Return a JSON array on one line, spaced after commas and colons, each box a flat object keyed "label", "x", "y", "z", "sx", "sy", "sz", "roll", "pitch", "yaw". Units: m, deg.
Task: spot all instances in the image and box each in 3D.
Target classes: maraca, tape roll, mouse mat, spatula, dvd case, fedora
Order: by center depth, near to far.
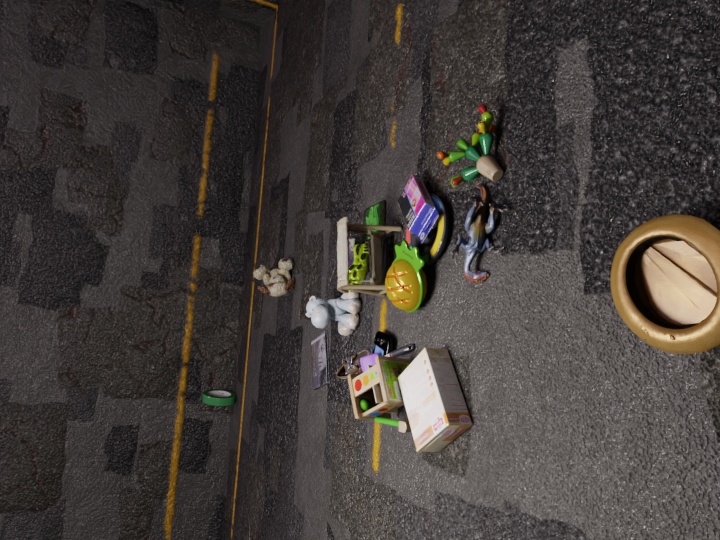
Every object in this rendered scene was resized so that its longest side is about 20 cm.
[{"label": "fedora", "x": 0.460, "y": 0.018, "z": 0.754, "sx": 0.200, "sy": 0.081, "sz": 0.202, "roll": -10, "pitch": 79, "yaw": 60}, {"label": "maraca", "x": 0.124, "y": 0.019, "z": 1.419, "sx": 0.137, "sy": 0.107, "sz": 0.201, "roll": 32, "pitch": 129, "yaw": 42}, {"label": "spatula", "x": 0.078, "y": 0.249, "z": 1.512, "sx": 0.200, "sy": 0.020, "sz": 0.057, "roll": -30, "pitch": 66, "yaw": 38}, {"label": "mouse mat", "x": 0.042, "y": -0.124, "z": 1.768, "sx": 0.161, "sy": 0.007, "sz": 0.201, "roll": -16, "pitch": 68, "yaw": 63}, {"label": "dvd case", "x": -0.159, "y": 0.352, "z": 2.058, "sx": 0.149, "sy": 0.016, "sz": 0.201, "roll": 140, "pitch": 132, "yaw": -56}, {"label": "tape roll", "x": -0.865, "y": 0.776, "z": 3.230, "sx": 0.200, "sy": 0.200, "sz": 0.048, "roll": 8, "pitch": 92, "yaw": 65}]

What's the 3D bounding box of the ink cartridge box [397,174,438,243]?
[{"label": "ink cartridge box", "x": 0.153, "y": -0.170, "z": 1.432, "sx": 0.095, "sy": 0.037, "sz": 0.200, "roll": -61, "pitch": 28, "yaw": 31}]

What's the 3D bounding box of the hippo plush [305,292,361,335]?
[{"label": "hippo plush", "x": -0.100, "y": 0.122, "z": 1.822, "sx": 0.160, "sy": 0.160, "sz": 0.200, "roll": -65, "pitch": 31, "yaw": 34}]

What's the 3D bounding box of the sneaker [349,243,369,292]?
[{"label": "sneaker", "x": 0.000, "y": 0.000, "z": 1.704, "sx": 0.084, "sy": 0.074, "sz": 0.201, "roll": 77, "pitch": -157, "yaw": -43}]

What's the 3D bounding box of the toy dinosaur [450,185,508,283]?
[{"label": "toy dinosaur", "x": 0.279, "y": -0.071, "z": 1.216, "sx": 0.200, "sy": 0.105, "sz": 0.182, "roll": -55, "pitch": -22, "yaw": -54}]

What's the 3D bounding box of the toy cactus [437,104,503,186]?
[{"label": "toy cactus", "x": 0.271, "y": -0.271, "z": 1.239, "sx": 0.200, "sy": 0.102, "sz": 0.165, "roll": -58, "pitch": 43, "yaw": 27}]

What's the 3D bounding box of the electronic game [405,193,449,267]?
[{"label": "electronic game", "x": 0.178, "y": -0.108, "z": 1.434, "sx": 0.200, "sy": 0.041, "sz": 0.201, "roll": -26, "pitch": 61, "yaw": 61}]

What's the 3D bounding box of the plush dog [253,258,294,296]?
[{"label": "plush dog", "x": -0.394, "y": 0.058, "z": 2.496, "sx": 0.172, "sy": 0.199, "sz": 0.161, "roll": -103, "pitch": -3, "yaw": -54}]

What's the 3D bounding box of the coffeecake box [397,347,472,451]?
[{"label": "coffeecake box", "x": 0.176, "y": 0.315, "z": 1.288, "sx": 0.154, "sy": 0.073, "sz": 0.201, "roll": -57, "pitch": 35, "yaw": 42}]

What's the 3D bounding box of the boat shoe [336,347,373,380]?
[{"label": "boat shoe", "x": -0.017, "y": 0.310, "z": 1.700, "sx": 0.200, "sy": 0.072, "sz": 0.073, "roll": -55, "pitch": 37, "yaw": 45}]

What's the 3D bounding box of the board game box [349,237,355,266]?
[{"label": "board game box", "x": -0.046, "y": -0.047, "z": 1.841, "sx": 0.200, "sy": 0.032, "sz": 0.121, "roll": 168, "pitch": 113, "yaw": -83}]

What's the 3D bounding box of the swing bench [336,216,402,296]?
[{"label": "swing bench", "x": 0.013, "y": -0.035, "z": 1.576, "sx": 0.130, "sy": 0.199, "sz": 0.200, "roll": -26, "pitch": 61, "yaw": 61}]

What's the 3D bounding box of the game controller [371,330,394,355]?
[{"label": "game controller", "x": 0.056, "y": 0.286, "z": 1.584, "sx": 0.104, "sy": 0.042, "sz": 0.201, "roll": 18, "pitch": 100, "yaw": 59}]

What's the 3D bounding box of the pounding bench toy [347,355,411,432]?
[{"label": "pounding bench toy", "x": 0.064, "y": 0.356, "z": 1.418, "sx": 0.156, "sy": 0.124, "sz": 0.201, "roll": -40, "pitch": 49, "yaw": 38}]
